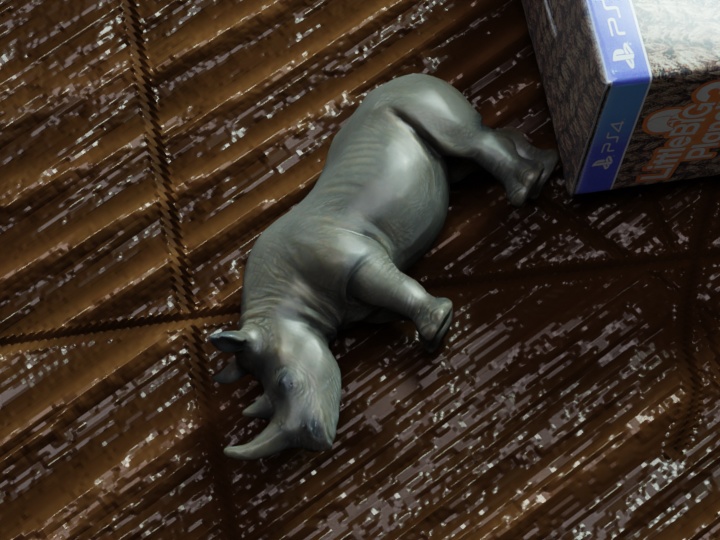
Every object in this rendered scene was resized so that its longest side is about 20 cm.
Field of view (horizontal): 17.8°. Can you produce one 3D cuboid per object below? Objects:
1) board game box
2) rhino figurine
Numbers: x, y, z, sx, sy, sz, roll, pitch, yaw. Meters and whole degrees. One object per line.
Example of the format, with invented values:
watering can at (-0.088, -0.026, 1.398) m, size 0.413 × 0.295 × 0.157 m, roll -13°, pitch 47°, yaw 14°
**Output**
board game box at (0.173, -0.136, 0.983) m, size 0.199 × 0.097 × 0.160 m, roll -9°, pitch 66°, yaw -9°
rhino figurine at (0.000, 0.000, 0.958) m, size 0.087 × 0.060 × 0.200 m, roll 32°, pitch 68°, yaw 8°
